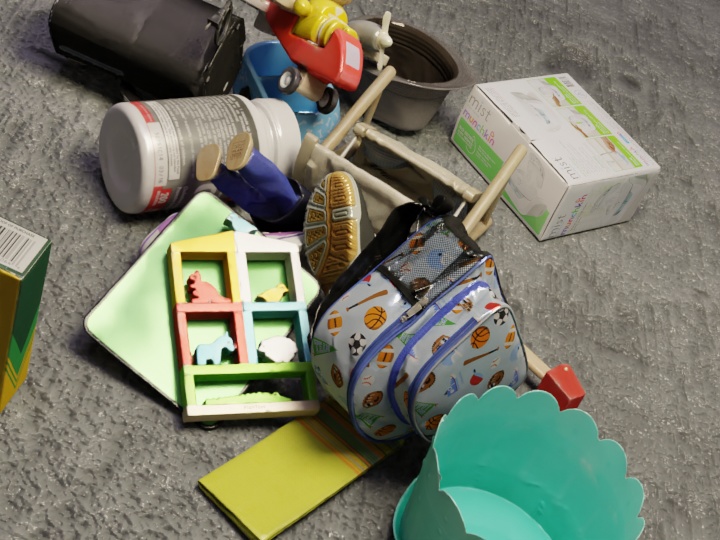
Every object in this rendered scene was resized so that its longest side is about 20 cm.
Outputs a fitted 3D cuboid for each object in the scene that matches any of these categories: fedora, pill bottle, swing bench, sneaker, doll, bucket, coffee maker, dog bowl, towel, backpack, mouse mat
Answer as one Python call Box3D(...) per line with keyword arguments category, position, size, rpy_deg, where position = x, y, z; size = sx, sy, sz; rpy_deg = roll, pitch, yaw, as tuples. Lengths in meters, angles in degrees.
Box3D(category="fedora", position=(0.047, -0.243, 1.615), size=(0.175, 0.091, 0.200), rpy_deg=(-11, 44, -38))
Box3D(category="pill bottle", position=(-0.169, -0.129, 1.356), size=(0.198, 0.115, 0.114), rpy_deg=(-10, 49, -35))
Box3D(category="swing bench", position=(0.048, -0.096, 1.425), size=(0.198, 0.131, 0.200), rpy_deg=(33, 45, 11))
Box3D(category="sneaker", position=(-0.131, -0.027, 1.296), size=(0.198, 0.073, 0.115), rpy_deg=(-12, 48, -36))
Box3D(category="doll", position=(-0.079, -0.070, 1.320), size=(0.200, 0.135, 0.049), rpy_deg=(39, 46, -47))
Box3D(category="bucket", position=(0.131, 0.218, 1.100), size=(0.204, 0.136, 0.209), rpy_deg=(15, 39, -12))
Box3D(category="coffee maker", position=(-0.237, -0.277, 1.426), size=(0.198, 0.193, 0.135), rpy_deg=(25, 47, 3))
Box3D(category="dog bowl", position=(-0.086, -0.213, 1.521), size=(0.110, 0.050, 0.201), rpy_deg=(-4, 40, -19))
Box3D(category="towel", position=(-0.051, 0.176, 1.152), size=(0.086, 0.018, 0.199), rpy_deg=(37, 41, 23))
Box3D(category="sneaker", position=(0.000, 0.000, 1.277), size=(0.087, 0.204, 0.075), rpy_deg=(-10, 5, -43))
Box3D(category="backpack", position=(0.053, 0.069, 1.160), size=(0.189, 0.201, 0.154), rpy_deg=(-33, 47, -5))
Box3D(category="mouse mat", position=(-0.146, 0.033, 1.201), size=(0.160, 0.008, 0.201), rpy_deg=(39, 59, -1))

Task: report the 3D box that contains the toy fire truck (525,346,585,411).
Box3D(category="toy fire truck", position=(0.126, 0.084, 1.318), size=(0.139, 0.049, 0.201), rpy_deg=(-9, 48, -35))

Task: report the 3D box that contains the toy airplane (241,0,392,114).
Box3D(category="toy airplane", position=(-0.054, -0.291, 1.434), size=(0.199, 0.141, 0.200), rpy_deg=(41, 21, 0))

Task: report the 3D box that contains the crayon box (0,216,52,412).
Box3D(category="crayon box", position=(-0.367, 0.010, 1.050), size=(0.198, 0.174, 0.059), rpy_deg=(25, 42, 1))

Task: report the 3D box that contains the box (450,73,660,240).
Box3D(category="box", position=(0.246, -0.150, 1.607), size=(0.175, 0.097, 0.201), rpy_deg=(-13, 52, -36))

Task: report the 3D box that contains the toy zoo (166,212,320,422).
Box3D(category="toy zoo", position=(-0.113, 0.041, 1.195), size=(0.129, 0.020, 0.203), rpy_deg=(-1, 67, -22))
